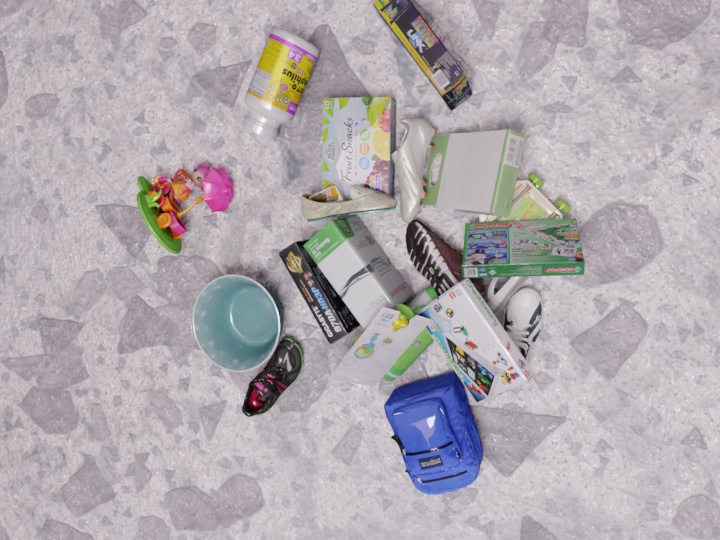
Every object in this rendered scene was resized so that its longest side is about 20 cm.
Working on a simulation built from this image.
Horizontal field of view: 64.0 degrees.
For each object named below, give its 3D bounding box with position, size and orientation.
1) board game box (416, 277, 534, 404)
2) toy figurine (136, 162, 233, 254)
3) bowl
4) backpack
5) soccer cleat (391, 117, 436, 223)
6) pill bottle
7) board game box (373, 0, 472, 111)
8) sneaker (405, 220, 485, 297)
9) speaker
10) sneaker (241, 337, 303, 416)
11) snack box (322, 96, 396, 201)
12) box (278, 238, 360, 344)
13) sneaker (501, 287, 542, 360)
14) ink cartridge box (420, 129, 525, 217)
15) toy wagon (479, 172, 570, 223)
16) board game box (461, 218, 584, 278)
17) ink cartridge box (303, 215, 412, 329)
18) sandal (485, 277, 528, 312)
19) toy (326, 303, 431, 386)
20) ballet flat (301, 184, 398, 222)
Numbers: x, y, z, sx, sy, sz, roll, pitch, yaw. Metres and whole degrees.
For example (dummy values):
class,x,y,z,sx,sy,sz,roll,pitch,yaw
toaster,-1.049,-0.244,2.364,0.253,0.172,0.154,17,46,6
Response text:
class,x,y,z,sx,sy,sz,roll,pitch,yaw
board game box,0.199,0.127,1.022,0.201,0.034,0.126,56,136,7
toy figurine,-0.362,-0.165,1.236,0.183,0.150,0.201,-29,63,3
bowl,-0.243,0.104,1.222,0.199,0.105,0.203,1,96,14
backpack,0.140,0.328,1.113,0.161,0.168,0.202,-18,95,22
soccer cleat,0.092,-0.194,1.116,0.077,0.069,0.202,9,93,-13
pill bottle,-0.166,-0.368,1.153,0.104,0.104,0.201,27,103,11
board game box,0.119,-0.396,1.041,0.057,0.165,0.201,-37,86,17
sneaker,0.173,-0.021,1.122,0.201,0.115,0.076,62,148,31
speaker,0.102,0.124,1.142,0.088,0.088,0.200,43,105,7
sneaker,-0.188,0.237,1.232,0.076,0.084,0.201,32,103,9
snack box,-0.004,-0.238,1.148,0.141,0.053,0.202,3,98,17
box,-0.066,0.032,1.139,0.046,0.159,0.201,-31,88,19
sneaker,0.286,0.134,1.070,0.079,0.130,0.201,26,102,9
ink cartridge box,0.201,-0.181,1.067,0.199,0.048,0.147,16,96,57
toy wagon,0.288,-0.110,1.092,0.200,0.040,0.155,46,105,7
board game box,0.281,-0.041,1.013,0.198,0.135,0.029,-1,126,15
ink cartridge box,0.000,0.000,1.124,0.083,0.146,0.201,-38,85,20
sandal,0.266,0.025,1.077,0.050,0.082,0.203,47,118,18
toy,0.029,0.134,1.071,0.200,0.114,0.047,-52,39,32
ballet flat,-0.028,-0.135,1.110,0.198,0.067,0.063,-7,106,19
